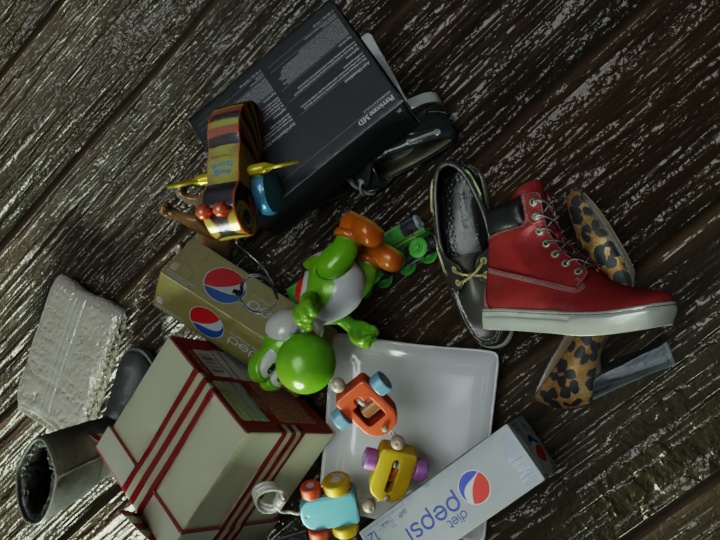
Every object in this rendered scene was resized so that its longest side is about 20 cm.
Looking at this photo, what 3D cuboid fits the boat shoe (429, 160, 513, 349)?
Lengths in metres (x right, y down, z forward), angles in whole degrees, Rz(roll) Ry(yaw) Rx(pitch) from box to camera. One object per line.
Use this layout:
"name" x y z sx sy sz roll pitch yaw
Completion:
"boat shoe" 0.114 -0.016 0.853 0.071 0.060 0.204 -16 81 23

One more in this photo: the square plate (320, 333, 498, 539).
"square plate" 0.052 0.178 0.891 0.197 0.028 0.201 4 89 25

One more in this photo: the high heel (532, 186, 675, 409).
"high heel" 0.205 0.032 0.800 0.141 0.071 0.202 -25 86 15

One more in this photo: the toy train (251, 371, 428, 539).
"toy train" -0.016 0.193 0.854 0.150 0.056 0.200 39 106 -16

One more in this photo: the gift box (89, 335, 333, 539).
"gift box" -0.179 0.194 0.897 0.184 0.199 0.188 43 105 37

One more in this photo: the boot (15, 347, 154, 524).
"boot" -0.323 0.189 0.970 0.072 0.199 0.185 1 88 24

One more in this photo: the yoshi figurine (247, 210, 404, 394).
"yoshi figurine" -0.030 0.047 0.823 0.112 0.112 0.201 37 83 -4

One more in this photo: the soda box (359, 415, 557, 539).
"soda box" 0.098 0.231 0.815 0.200 0.068 0.064 -41 73 17

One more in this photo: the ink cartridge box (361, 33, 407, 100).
"ink cartridge box" -0.055 -0.182 0.935 0.199 0.067 0.117 -33 75 20

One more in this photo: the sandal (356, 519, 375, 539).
"sandal" 0.062 0.354 0.857 0.200 0.075 0.045 43 103 28

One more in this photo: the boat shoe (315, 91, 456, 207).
"boat shoe" 0.013 -0.119 0.897 0.199 0.075 0.061 -33 69 21

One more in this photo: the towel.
"towel" -0.390 0.122 1.097 0.131 0.034 0.202 24 97 22

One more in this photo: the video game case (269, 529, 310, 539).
"video game case" -0.161 0.335 0.888 0.142 0.199 0.019 -33 68 19

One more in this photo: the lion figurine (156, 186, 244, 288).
"lion figurine" -0.178 -0.026 0.970 0.121 0.073 0.202 21 132 13

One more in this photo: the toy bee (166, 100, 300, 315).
"toy bee" -0.114 -0.073 0.764 0.130 0.109 0.202 -29 76 11

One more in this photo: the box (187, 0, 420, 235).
"box" -0.060 -0.156 0.851 0.199 0.079 0.142 -37 72 11

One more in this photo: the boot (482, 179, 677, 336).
"boot" 0.193 -0.014 0.744 0.199 0.072 0.147 1 88 49

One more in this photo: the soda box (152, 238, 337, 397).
"soda box" -0.130 0.053 0.909 0.199 0.068 0.064 32 136 3

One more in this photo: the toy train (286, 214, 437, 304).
"toy train" 0.000 0.000 0.919 0.198 0.042 0.057 -30 66 21
